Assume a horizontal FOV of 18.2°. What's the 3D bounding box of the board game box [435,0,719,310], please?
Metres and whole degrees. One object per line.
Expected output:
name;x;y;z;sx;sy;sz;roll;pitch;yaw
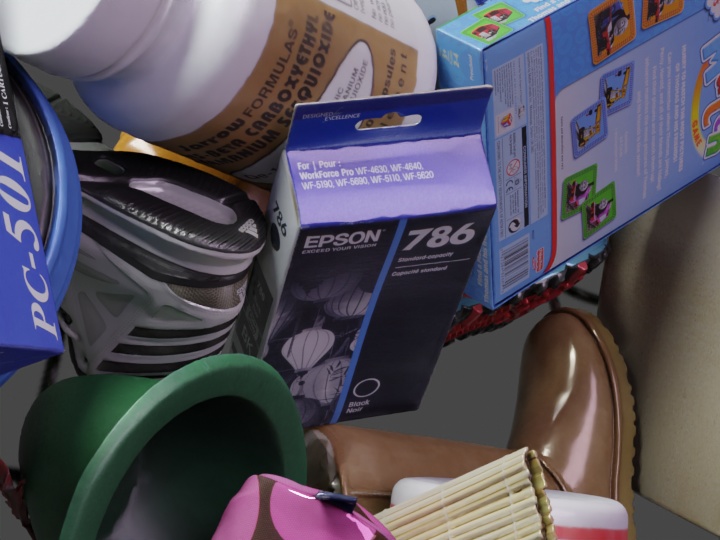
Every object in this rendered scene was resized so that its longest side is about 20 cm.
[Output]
board game box;0.124;-0.090;1.127;0.200;0.037;0.152;-30;133;-30

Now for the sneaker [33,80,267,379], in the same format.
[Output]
sneaker;-0.146;-0.012;1.036;0.200;0.116;0.076;27;33;14

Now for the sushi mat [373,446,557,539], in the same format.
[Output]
sushi mat;0.018;0.154;1.011;0.012;0.200;0.096;10;63;-39

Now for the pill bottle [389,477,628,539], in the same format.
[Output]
pill bottle;0.060;0.202;1.052;0.114;0.114;0.201;8;87;-38

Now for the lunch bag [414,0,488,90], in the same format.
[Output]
lunch bag;-0.005;-0.180;1.168;0.200;0.170;0.124;58;41;-5

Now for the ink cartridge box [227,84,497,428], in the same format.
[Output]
ink cartridge box;0.000;0.000;1.041;0.099;0.200;0.039;-7;51;-20

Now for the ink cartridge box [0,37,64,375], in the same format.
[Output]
ink cartridge box;-0.176;-0.061;0.875;0.094;0.044;0.201;11;64;-63

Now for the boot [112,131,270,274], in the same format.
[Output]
boot;-0.096;-0.077;1.113;0.201;0.071;0.144;50;53;-5

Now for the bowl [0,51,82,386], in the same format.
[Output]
bowl;-0.217;-0.028;0.940;0.200;0.039;0.201;2;70;-7

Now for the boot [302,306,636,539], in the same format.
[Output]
boot;0.054;0.095;1.163;0.199;0.066;0.176;7;66;-37

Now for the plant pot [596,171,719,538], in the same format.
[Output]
plant pot;0.239;0.064;1.235;0.200;0.200;0.178;22;91;-32

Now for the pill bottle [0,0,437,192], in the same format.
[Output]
pill bottle;-0.067;-0.107;1.002;0.200;0.114;0.115;21;57;-48

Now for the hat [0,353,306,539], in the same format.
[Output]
hat;-0.142;0.084;1.032;0.166;0.176;0.201;-34;133;-42

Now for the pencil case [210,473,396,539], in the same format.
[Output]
pencil case;-0.051;0.187;0.965;0.093;0.091;0.200;25;79;15

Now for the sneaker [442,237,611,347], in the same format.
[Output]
sneaker;0.056;-0.017;1.206;0.200;0.079;0.096;-17;79;-45
